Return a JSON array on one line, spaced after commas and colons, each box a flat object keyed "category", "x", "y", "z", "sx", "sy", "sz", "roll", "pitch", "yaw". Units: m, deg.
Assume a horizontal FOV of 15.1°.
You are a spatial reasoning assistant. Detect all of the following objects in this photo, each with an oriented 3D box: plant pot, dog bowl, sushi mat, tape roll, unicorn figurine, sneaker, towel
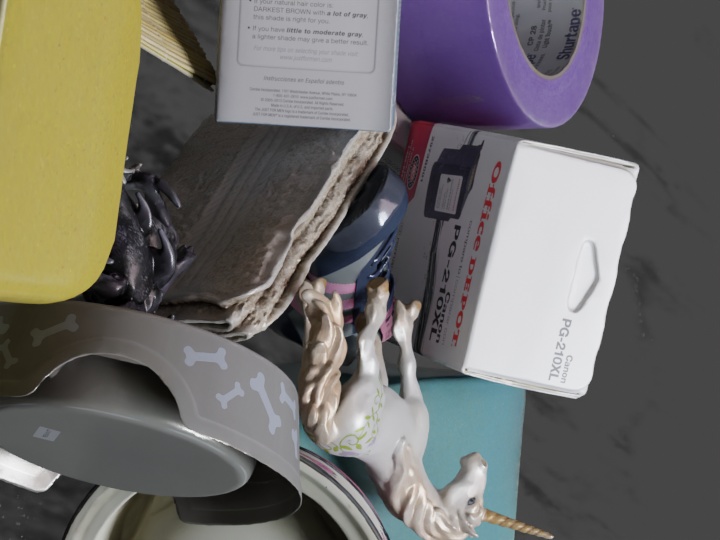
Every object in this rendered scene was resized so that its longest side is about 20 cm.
[{"category": "plant pot", "x": -0.016, "y": 0.128, "z": 1.674, "sx": 0.200, "sy": 0.141, "sz": 0.141, "roll": 4, "pitch": 90, "yaw": -53}, {"category": "dog bowl", "x": -0.067, "y": 0.180, "z": 1.531, "sx": 0.074, "sy": 0.200, "sz": 0.200, "roll": -42, "pitch": 132, "yaw": -74}, {"category": "sushi mat", "x": -0.146, "y": -0.160, "z": 1.458, "sx": 0.096, "sy": 0.012, "sz": 0.200, "roll": 58, "pitch": 15, "yaw": 27}, {"category": "tape roll", "x": 0.085, "y": -0.191, "z": 1.781, "sx": 0.200, "sy": 0.085, "sz": 0.200, "roll": 6, "pitch": 83, "yaw": -63}, {"category": "unicorn figurine", "x": 0.016, "y": 0.081, "z": 1.549, "sx": 0.200, "sy": 0.074, "sz": 0.137, "roll": 15, "pitch": 66, "yaw": -48}, {"category": "plant pot", "x": -0.201, "y": -0.077, "z": 1.250, "sx": 0.200, "sy": 0.194, "sz": 0.196, "roll": 23, "pitch": 74, "yaw": -65}, {"category": "sneaker", "x": 0.000, "y": 0.000, "z": 1.617, "sx": 0.082, "sy": 0.200, "sz": 0.070, "roll": 39, "pitch": 66, "yaw": -4}, {"category": "dog bowl", "x": -0.123, "y": 0.073, "z": 1.395, "sx": 0.200, "sy": 0.200, "sz": 0.059, "roll": 44, "pitch": 52, "yaw": -55}, {"category": "towel", "x": -0.073, "y": -0.031, "z": 1.544, "sx": 0.200, "sy": 0.132, "sz": 0.034, "roll": -59, "pitch": 135, "yaw": -41}]

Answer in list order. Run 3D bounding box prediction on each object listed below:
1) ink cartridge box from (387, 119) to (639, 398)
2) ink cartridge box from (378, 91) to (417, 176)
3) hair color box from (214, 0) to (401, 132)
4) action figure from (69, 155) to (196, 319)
[{"category": "ink cartridge box", "x": 0.083, "y": -0.011, "z": 1.681, "sx": 0.084, "sy": 0.200, "sz": 0.145, "roll": 12, "pitch": 92, "yaw": -18}, {"category": "ink cartridge box", "x": 0.009, "y": -0.178, "z": 1.774, "sx": 0.163, "sy": 0.057, "sz": 0.200, "roll": 36, "pitch": 53, "yaw": -57}, {"category": "hair color box", "x": -0.025, "y": -0.180, "z": 1.503, "sx": 0.061, "sy": 0.099, "sz": 0.200, "roll": -69, "pitch": 162, "yaw": -82}, {"category": "action figure", "x": -0.155, "y": -0.035, "z": 1.428, "sx": 0.119, "sy": 0.102, "sz": 0.200, "roll": -41, "pitch": 113, "yaw": -55}]
